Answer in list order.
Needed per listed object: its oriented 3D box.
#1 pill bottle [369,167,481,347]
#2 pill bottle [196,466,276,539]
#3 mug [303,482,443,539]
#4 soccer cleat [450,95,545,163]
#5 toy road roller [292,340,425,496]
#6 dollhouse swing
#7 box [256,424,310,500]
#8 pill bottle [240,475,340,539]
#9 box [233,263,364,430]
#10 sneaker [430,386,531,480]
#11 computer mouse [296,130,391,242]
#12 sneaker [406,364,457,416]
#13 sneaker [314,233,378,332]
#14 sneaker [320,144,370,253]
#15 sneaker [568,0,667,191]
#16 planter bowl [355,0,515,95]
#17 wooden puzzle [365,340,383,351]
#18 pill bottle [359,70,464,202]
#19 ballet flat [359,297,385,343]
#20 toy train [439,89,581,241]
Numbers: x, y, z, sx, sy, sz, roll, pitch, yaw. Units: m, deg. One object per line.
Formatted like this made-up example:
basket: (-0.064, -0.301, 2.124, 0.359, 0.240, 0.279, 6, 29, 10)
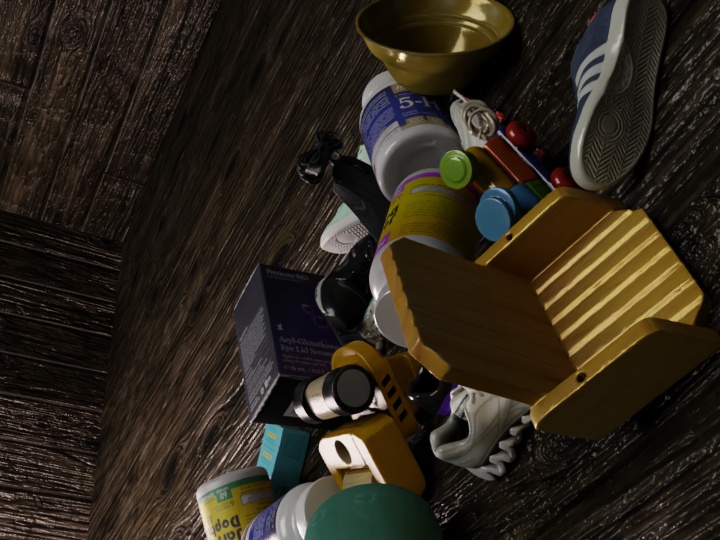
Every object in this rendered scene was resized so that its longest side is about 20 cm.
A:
pill bottle: (0.067, -0.013, 0.929, 0.105, 0.104, 0.201, -56, 9, 37)
pill bottle: (-0.159, 0.395, 1.306, 0.113, 0.112, 0.202, -45, 59, 50)
mug: (0.008, 0.311, 0.971, 0.186, 0.151, 0.115, -60, 24, 32)
soccer cleat: (0.143, -0.140, 1.052, 0.078, 0.069, 0.200, -63, 28, 21)
toy road roller: (0.027, 0.180, 1.093, 0.123, 0.145, 0.202, -28, 88, 60)
dollhouse swing: (0.146, 0.006, 0.752, 0.182, 0.175, 0.201, -44, 33, 21)
box: (-0.136, 0.341, 1.419, 0.082, 0.049, 0.202, 1, 77, 67)
pill bottle: (-0.072, 0.343, 1.183, 0.200, 0.115, 0.117, -47, 35, 48)
box: (-0.081, 0.104, 1.243, 0.105, 0.147, 0.201, -57, 36, 37)
sneaker: (0.137, 0.117, 0.887, 0.201, 0.080, 0.075, -64, 23, 20)
computer mouse: (0.012, -0.104, 1.197, 0.053, 0.200, 0.139, -39, 13, 29)
sneaker: (0.107, 0.065, 0.960, 0.202, 0.099, 0.070, -69, 25, 14)
sneaker: (0.000, 0.000, 1.225, 0.088, 0.075, 0.200, -51, 9, 30)
sneaker: (0.007, -0.114, 1.340, 0.200, 0.073, 0.119, -41, 45, 38)
sneaker: (0.229, -0.165, 0.865, 0.084, 0.074, 0.202, -8, 59, 64)
planter bowl: (0.094, -0.279, 1.156, 0.201, 0.198, 0.084, -107, 11, -52)
wooden puzzle: (-0.031, 0.097, 1.346, 0.186, 0.037, 0.201, -56, 29, 39)
pill bottle: (0.062, -0.180, 1.198, 0.120, 0.119, 0.201, -61, 27, 29)
ballet flat: (0.060, 0.025, 1.153, 0.072, 0.071, 0.201, -110, 40, -55)
toy train: (0.120, -0.111, 0.924, 0.200, 0.115, 0.085, 51, 129, 22)
